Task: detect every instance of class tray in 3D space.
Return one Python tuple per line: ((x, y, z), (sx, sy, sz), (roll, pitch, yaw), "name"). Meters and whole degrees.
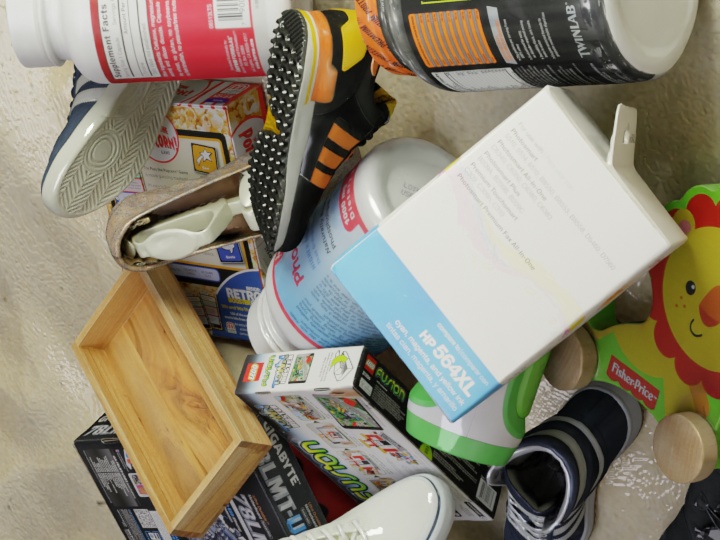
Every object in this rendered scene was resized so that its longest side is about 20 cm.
((-0.143, 0.093, 1.790), (0.099, 0.037, 0.200), (-52, 49, 23), "tray")

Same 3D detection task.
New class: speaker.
((0.096, 0.025, 1.606), (0.088, 0.088, 0.201), (22, 97, 27), "speaker")

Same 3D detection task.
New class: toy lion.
((0.216, 0.025, 1.561), (0.200, 0.068, 0.193), (38, 124, 45), "toy lion")

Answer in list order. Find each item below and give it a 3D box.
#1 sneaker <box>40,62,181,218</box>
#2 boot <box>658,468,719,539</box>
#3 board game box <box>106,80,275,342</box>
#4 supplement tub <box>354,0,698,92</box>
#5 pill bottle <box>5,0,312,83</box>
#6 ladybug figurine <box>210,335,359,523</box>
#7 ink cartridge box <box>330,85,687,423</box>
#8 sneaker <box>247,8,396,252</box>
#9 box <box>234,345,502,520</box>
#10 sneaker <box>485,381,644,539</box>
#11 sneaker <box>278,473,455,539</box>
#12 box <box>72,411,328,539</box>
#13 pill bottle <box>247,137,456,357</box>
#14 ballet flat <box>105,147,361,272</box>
((-0.187, -0.136, 1.758), (0.084, 0.201, 0.075), (28, 175, 35), "sneaker")
((0.294, 0.179, 1.623), (0.165, 0.066, 0.201), (35, 129, 15), "boot")
((-0.127, -0.047, 1.832), (0.151, 0.046, 0.201), (9, 121, 36), "board game box")
((0.102, -0.176, 1.510), (0.199, 0.122, 0.123), (1, 117, 39), "supplement tub")
((-0.138, -0.187, 1.654), (0.199, 0.112, 0.113), (-2, 118, 8), "pill bottle")
((-0.067, 0.137, 1.879), (0.200, 0.072, 0.136), (51, 136, 1), "ladybug figurine")
((0.105, -0.020, 1.492), (0.200, 0.129, 0.125), (-39, 85, 12), "ink cartridge box")
((-0.020, -0.091, 1.626), (0.070, 0.090, 0.201), (-114, 26, -43), "sneaker")
((0.008, 0.124, 1.760), (0.110, 0.035, 0.200), (-5, 145, 36), "box")
((0.127, 0.167, 1.713), (0.070, 0.108, 0.200), (37, 134, 16), "sneaker")
((-0.020, 0.214, 1.739), (0.200, 0.071, 0.073), (-39, 55, 15), "sneaker")
((-0.108, 0.200, 1.868), (0.198, 0.050, 0.201), (-8, 116, 45), "box")
((0.000, 0.000, 1.713), (0.109, 0.109, 0.200), (49, 135, 4), "pill bottle")
((-0.092, -0.042, 1.731), (0.199, 0.067, 0.068), (-21, 112, 13), "ballet flat")
